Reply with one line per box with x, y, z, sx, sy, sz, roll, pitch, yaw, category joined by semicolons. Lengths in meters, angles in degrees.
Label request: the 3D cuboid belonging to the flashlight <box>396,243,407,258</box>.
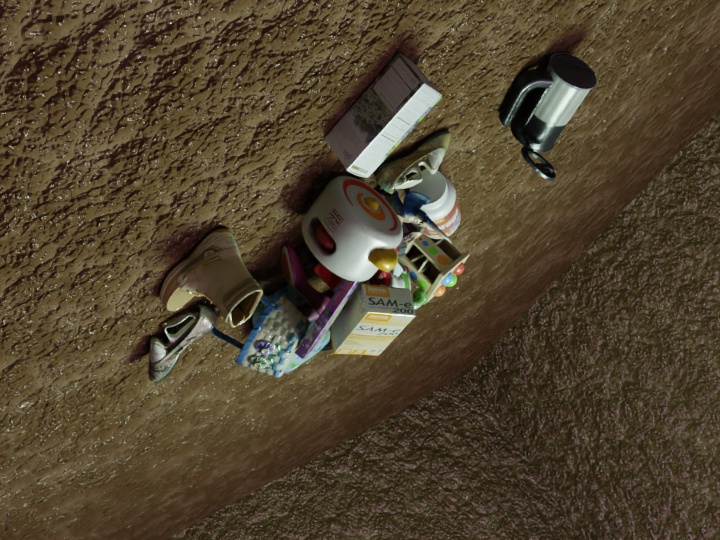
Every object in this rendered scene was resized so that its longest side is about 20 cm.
0.023;-0.041;1.571;0.197;0.069;0.067;-18;-164;-33;flashlight

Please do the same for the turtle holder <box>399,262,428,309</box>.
0.080;0.032;1.662;0.132;0.181;0.144;-59;145;-55;turtle holder

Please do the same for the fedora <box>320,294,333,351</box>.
-0.070;0.129;1.730;0.198;0.092;0.202;-31;158;-14;fedora

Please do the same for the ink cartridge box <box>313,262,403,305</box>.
0.000;0.000;1.496;0.161;0.047;0.200;-49;137;-7;ink cartridge box

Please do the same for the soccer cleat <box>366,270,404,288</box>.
0.066;0.031;1.497;0.085;0.068;0.202;-46;141;-24;soccer cleat

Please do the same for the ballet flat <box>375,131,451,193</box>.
0.125;-0.223;1.349;0.198;0.071;0.071;-31;158;-15;ballet flat

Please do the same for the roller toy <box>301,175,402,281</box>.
-0.012;-0.086;1.252;0.180;0.202;0.140;31;120;-20;roller toy

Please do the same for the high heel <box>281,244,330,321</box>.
-0.112;0.019;1.399;0.095;0.067;0.204;-25;126;-20;high heel

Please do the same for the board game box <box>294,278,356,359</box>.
-0.061;0.088;1.342;0.202;0.032;0.120;-55;171;11;board game box

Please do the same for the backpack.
-0.160;0.132;1.528;0.181;0.147;0.202;-32;153;-20;backpack

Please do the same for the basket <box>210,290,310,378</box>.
-0.219;0.117;1.349;0.140;0.198;0.178;-53;174;-49;basket

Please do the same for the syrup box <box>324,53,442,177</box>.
0.038;-0.265;1.112;0.200;0.079;0.081;-45;157;21;syrup box

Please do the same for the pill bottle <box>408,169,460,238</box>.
0.171;-0.157;1.490;0.111;0.113;0.200;-36;159;3;pill bottle

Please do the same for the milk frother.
0.426;-0.333;1.405;0.178;0.202;0.189;-18;152;-29;milk frother

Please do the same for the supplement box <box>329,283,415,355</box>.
0.023;0.117;1.450;0.123;0.075;0.201;5;145;-24;supplement box

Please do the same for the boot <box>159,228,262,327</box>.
-0.273;0.046;1.163;0.200;0.157;0.072;-42;158;16;boot

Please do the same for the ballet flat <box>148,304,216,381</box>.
-0.389;0.142;1.329;0.200;0.068;0.075;-43;137;2;ballet flat

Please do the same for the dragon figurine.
0.115;-0.129;1.371;0.059;0.196;0.101;111;-5;-55;dragon figurine

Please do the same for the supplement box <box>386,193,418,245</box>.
0.018;-0.082;1.405;0.197;0.110;0.061;-27;169;-20;supplement box

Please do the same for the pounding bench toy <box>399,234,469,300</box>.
0.183;0.002;1.741;0.124;0.156;0.201;-35;162;-35;pounding bench toy
